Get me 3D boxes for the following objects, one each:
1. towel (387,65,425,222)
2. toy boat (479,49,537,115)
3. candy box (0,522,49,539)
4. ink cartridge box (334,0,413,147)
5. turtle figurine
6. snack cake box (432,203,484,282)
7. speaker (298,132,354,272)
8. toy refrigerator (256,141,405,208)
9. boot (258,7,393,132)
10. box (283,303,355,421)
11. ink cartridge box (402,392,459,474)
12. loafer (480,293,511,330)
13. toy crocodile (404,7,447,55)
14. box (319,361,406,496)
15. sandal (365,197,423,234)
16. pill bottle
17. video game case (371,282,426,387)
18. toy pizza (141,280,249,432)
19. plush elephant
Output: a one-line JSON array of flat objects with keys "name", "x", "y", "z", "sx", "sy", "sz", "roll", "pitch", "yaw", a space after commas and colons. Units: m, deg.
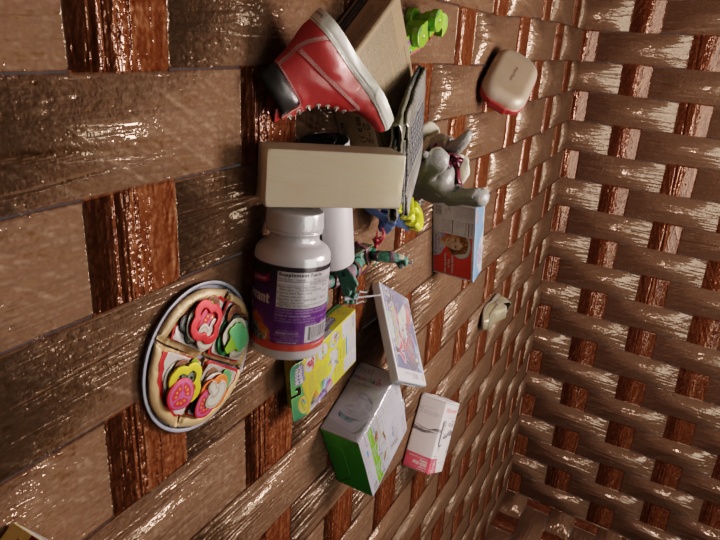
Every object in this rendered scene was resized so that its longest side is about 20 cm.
[{"name": "towel", "x": 0.083, "y": -0.208, "z": 1.020, "sx": 0.195, "sy": 0.034, "sz": 0.202, "roll": 90, "pitch": 15, "yaw": -45}, {"name": "toy boat", "x": 0.381, "y": -0.481, "z": 1.616, "sx": 0.202, "sy": 0.129, "sz": 0.131, "roll": -60, "pitch": 180, "yaw": -28}, {"name": "candy box", "x": -0.329, "y": 0.363, "z": 0.643, "sx": 0.117, "sy": 0.054, "sz": 0.202, "roll": -60, "pitch": 149, "yaw": -30}, {"name": "ink cartridge box", "x": 0.018, "y": -0.313, "z": 0.989, "sx": 0.167, "sy": 0.073, "sz": 0.202, "roll": -60, "pitch": 149, "yaw": -32}, {"name": "turtle figurine", "x": 0.000, "y": 0.000, "z": 1.087, "sx": 0.150, "sy": 0.101, "sz": 0.199, "roll": -43, "pitch": 170, "yaw": 34}, {"name": "snack cake box", "x": 0.240, "y": -0.085, "z": 1.498, "sx": 0.067, "sy": 0.113, "sz": 0.204, "roll": -43, "pitch": 139, "yaw": -47}, {"name": "speaker", "x": -0.051, "y": -0.106, "z": 0.946, "sx": 0.081, "sy": 0.080, "sz": 0.205, "roll": -41, "pitch": 138, "yaw": -48}, {"name": "toy refrigerator", "x": -0.042, "y": -0.133, "z": 0.847, "sx": 0.195, "sy": 0.070, "sz": 0.078, "roll": -2, "pitch": 111, "yaw": -21}, {"name": "boot", "x": -0.048, "y": -0.233, "z": 0.846, "sx": 0.144, "sy": 0.073, "sz": 0.200, "roll": -44, "pitch": 133, "yaw": 4}, {"name": "box", "x": -0.074, "y": 0.159, "z": 1.066, "sx": 0.200, "sy": 0.047, "sz": 0.120, "roll": -43, "pitch": 139, "yaw": -52}, {"name": "ink cartridge box", "x": 0.201, "y": 0.457, "z": 1.715, "sx": 0.145, "sy": 0.083, "sz": 0.205, "roll": 29, "pitch": 75, "yaw": -63}, {"name": "loafer", "x": 0.473, "y": 0.144, "z": 2.123, "sx": 0.200, "sy": 0.067, "sz": 0.077, "roll": -44, "pitch": 140, "yaw": -47}, {"name": "toy crocodile", "x": 0.100, "y": -0.429, "z": 1.106, "sx": 0.201, "sy": 0.066, "sz": 0.063, "roll": -51, "pitch": 145, "yaw": -41}, {"name": "box", "x": 0.016, "y": 0.329, "z": 1.269, "sx": 0.178, "sy": 0.095, "sz": 0.203, "roll": -55, "pitch": 147, "yaw": -37}, {"name": "sandal", "x": 0.039, "y": -0.132, "z": 1.116, "sx": 0.201, "sy": 0.085, "sz": 0.081, "roll": 51, "pitch": 32, "yaw": -36}, {"name": "pill bottle", "x": -0.099, "y": 0.013, "z": 0.872, "sx": 0.111, "sy": 0.109, "sz": 0.206, "roll": -20, "pitch": 120, "yaw": -59}, {"name": "video game case", "x": 0.084, "y": 0.141, "z": 1.291, "sx": 0.182, "sy": 0.022, "sz": 0.205, "roll": 30, "pitch": 45, "yaw": -63}, {"name": "toy pizza", "x": -0.203, "y": 0.115, "z": 0.801, "sx": 0.200, "sy": 0.031, "sz": 0.205, "roll": -38, "pitch": 135, "yaw": -52}, {"name": "plush elephant", "x": 0.172, "y": -0.218, "z": 1.235, "sx": 0.163, "sy": 0.199, "sz": 0.158, "roll": 31, "pitch": 70, "yaw": -22}]
